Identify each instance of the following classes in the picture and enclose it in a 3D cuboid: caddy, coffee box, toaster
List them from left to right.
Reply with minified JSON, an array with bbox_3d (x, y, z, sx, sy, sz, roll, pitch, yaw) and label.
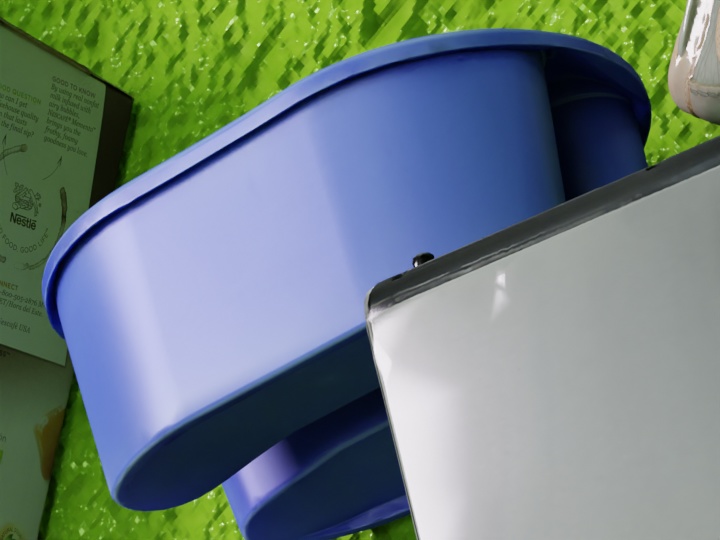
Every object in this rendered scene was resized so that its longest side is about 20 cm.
[{"bbox_3d":[-0.163,0.019,0.972,0.114,0.080,0.201,0,72,38],"label":"coffee box"},{"bbox_3d":[0.000,0.000,0.816,0.200,0.141,0.105,-28,62,25],"label":"caddy"},{"bbox_3d":[0.131,0.039,0.676,0.200,0.181,0.119,-24,62,29],"label":"toaster"}]

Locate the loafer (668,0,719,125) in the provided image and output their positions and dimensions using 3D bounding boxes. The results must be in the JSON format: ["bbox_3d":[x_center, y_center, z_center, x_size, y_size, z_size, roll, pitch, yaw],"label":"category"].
[{"bbox_3d":[0.134,-0.139,0.820,0.063,0.072,0.201,3,77,46],"label":"loafer"}]
